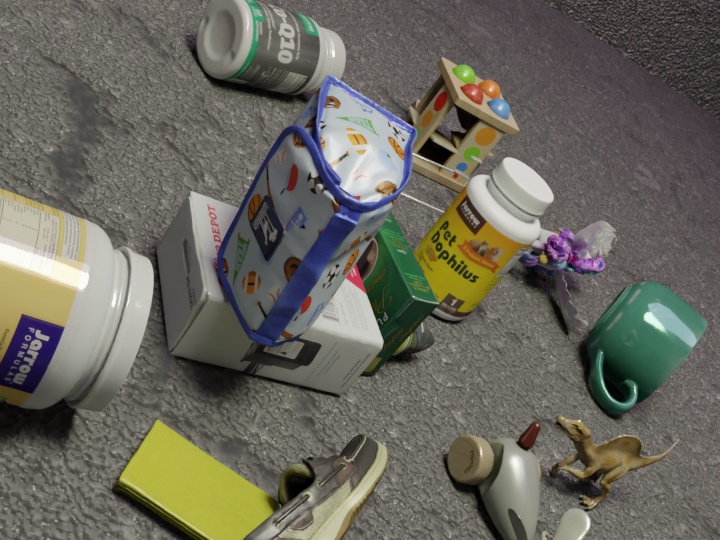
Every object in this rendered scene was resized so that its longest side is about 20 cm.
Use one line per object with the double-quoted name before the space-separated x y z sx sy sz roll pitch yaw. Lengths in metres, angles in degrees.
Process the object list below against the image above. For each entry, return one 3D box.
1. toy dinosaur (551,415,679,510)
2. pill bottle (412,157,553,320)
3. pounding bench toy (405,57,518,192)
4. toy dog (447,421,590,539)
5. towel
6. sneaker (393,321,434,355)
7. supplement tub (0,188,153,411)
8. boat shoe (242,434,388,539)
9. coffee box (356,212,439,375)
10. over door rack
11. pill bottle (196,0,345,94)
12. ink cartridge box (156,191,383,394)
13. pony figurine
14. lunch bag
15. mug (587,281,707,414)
"toy dinosaur" 0.285 0.220 1.074 0.198 0.101 0.059 19 34 -32
"pill bottle" 0.147 -0.040 1.173 0.108 0.201 0.110 28 30 -18
"pounding bench toy" 0.147 -0.258 1.522 0.123 0.156 0.201 22 33 -28
"toy dog" 0.172 0.232 0.932 0.131 0.097 0.201 -3 49 -50
"towel" -0.096 0.200 0.752 0.199 0.018 0.086 36 24 -6
"sneaker" 0.024 0.019 1.098 0.080 0.074 0.202 18 42 -44
"supplement tub" -0.265 0.015 0.677 0.198 0.146 0.146 22 33 -28
"boat shoe" -0.035 0.181 0.761 0.066 0.072 0.201 43 29 0
"coffee box" 0.000 0.000 1.033 0.044 0.123 0.201 15 35 -40
"over door rack" 0.070 -0.119 1.314 0.197 0.067 0.148 12 34 -5
"pill bottle" -0.121 -0.310 1.328 0.199 0.113 0.114 1 46 -48
"ink cartridge box" -0.092 0.024 0.927 0.198 0.084 0.146 18 36 -33
"pony figurine" 0.288 -0.024 1.396 0.198 0.168 0.194 19 24 -5
"lunch bag" -0.041 -0.050 0.828 0.123 0.171 0.201 27 32 -13
"mug" 0.383 0.095 1.309 0.114 0.153 0.185 41 29 10
